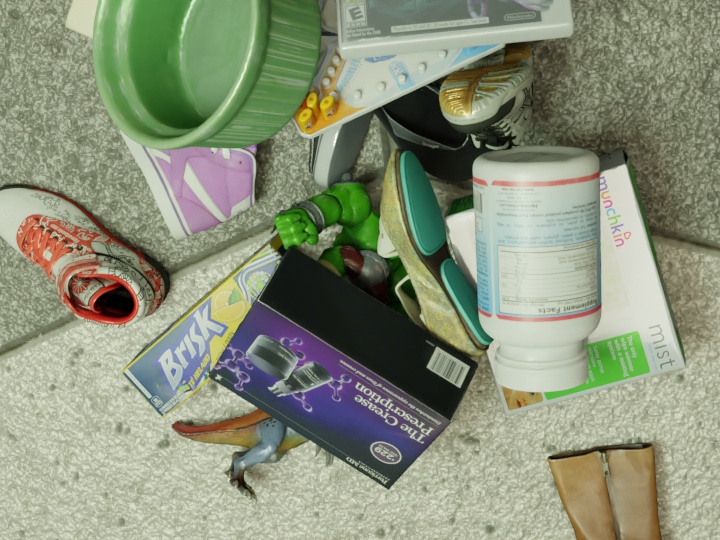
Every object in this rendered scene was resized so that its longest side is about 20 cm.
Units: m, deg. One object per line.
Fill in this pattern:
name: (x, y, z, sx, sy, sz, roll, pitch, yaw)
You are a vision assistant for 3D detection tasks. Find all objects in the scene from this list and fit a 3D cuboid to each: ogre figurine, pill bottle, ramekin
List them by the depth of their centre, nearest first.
ramekin: (-0.127, -0.197, 1.267, 0.200, 0.098, 0.201, -3, 85, 40)
pill bottle: (0.154, -0.002, 1.294, 0.108, 0.109, 0.201, -1, 103, 7)
ogre figurine: (0.000, 0.000, 1.394, 0.200, 0.120, 0.098, 43, 140, -11)

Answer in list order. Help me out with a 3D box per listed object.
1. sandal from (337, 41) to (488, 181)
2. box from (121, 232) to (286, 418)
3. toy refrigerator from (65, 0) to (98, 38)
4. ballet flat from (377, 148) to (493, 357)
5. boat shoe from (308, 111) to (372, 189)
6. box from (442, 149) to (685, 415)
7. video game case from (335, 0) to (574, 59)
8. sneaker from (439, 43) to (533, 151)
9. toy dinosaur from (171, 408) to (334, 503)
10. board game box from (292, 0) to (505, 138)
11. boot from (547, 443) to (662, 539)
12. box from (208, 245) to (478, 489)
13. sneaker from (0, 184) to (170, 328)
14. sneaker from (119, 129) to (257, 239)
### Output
sandal: (0.052, -0.146, 1.365, 0.200, 0.043, 0.076, 37, 89, -28)
box: (-0.135, 0.052, 1.455, 0.200, 0.070, 0.064, -41, 96, 13)
toy refrigerator: (-0.163, -0.227, 1.393, 0.200, 0.070, 0.076, 23, 109, 2)
ballet flat: (0.053, -0.009, 1.338, 0.071, 0.071, 0.200, -24, 99, 11)
boat shoe: (-0.026, -0.179, 1.393, 0.066, 0.070, 0.201, 19, 109, 21)
box: (0.192, 0.010, 1.398, 0.176, 0.097, 0.200, -15, 100, 12)
video game case: (0.076, -0.274, 1.294, 0.199, 0.023, 0.182, -6, 65, 4)
sneaker: (0.122, -0.140, 1.314, 0.075, 0.200, 0.088, -1, 109, 18)
toy dinosaur: (-0.061, 0.144, 1.465, 0.200, 0.105, 0.182, 39, 84, 9)
board game box: (-0.002, -0.239, 1.316, 0.200, 0.026, 0.200, -26, 66, -3)
boot: (0.215, 0.280, 1.474, 0.188, 0.068, 0.201, -13, 101, 9)
box: (-0.018, 0.091, 1.346, 0.200, 0.079, 0.141, 32, 141, -3)
sneaker: (-0.282, -0.015, 1.435, 0.201, 0.108, 0.067, 31, 105, -2)
sneaker: (-0.160, -0.133, 1.403, 0.114, 0.073, 0.201, -20, 125, 6)
